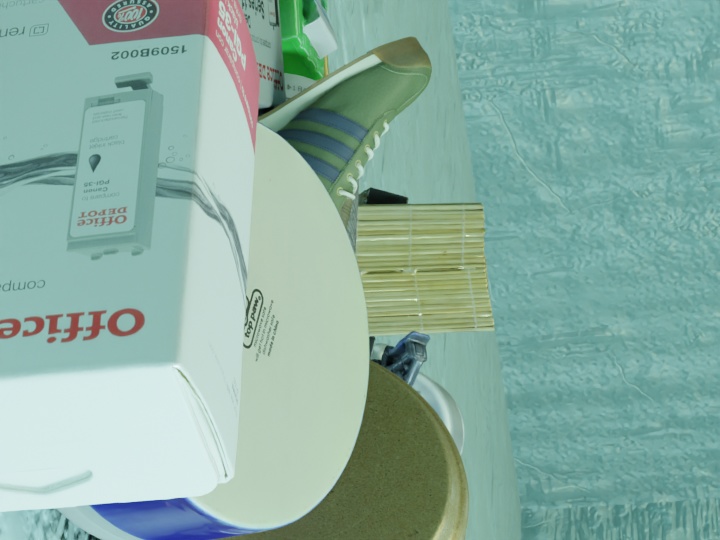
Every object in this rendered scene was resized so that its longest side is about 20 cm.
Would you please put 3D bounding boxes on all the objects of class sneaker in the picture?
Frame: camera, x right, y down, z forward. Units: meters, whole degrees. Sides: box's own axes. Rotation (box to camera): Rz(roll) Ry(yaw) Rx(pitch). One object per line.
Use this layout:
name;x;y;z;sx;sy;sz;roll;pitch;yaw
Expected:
sneaker;-0.027;-0.057;1.294;0.090;0.199;0.067;57;-17;11

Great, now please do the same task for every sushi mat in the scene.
sushi mat;0.000;0.000;1.544;0.012;0.198;0.097;164;-76;-73

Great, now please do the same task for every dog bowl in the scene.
dog bowl;-0.082;0.028;1.019;0.199;0.078;0.202;20;66;-52

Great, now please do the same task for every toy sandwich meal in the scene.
toy sandwich meal;-0.043;0.122;1.128;0.071;0.203;0.207;103;-8;-49

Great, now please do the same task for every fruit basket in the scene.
fruit basket;-0.075;-0.230;1.468;0.185;0.093;0.202;52;31;-76

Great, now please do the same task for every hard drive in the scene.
hard drive;-0.012;0.019;1.652;0.200;0.037;0.141;146;-42;-80

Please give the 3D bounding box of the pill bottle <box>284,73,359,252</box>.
pill bottle;-0.058;-0.022;1.381;0.114;0.113;0.201;77;11;-45

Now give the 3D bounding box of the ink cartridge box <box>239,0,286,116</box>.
ink cartridge box;-0.101;-0.191;1.280;0.147;0.082;0.202;-10;96;-81

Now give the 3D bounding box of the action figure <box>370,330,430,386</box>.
action figure;-0.046;0.105;1.371;0.104;0.200;0.195;25;37;-27

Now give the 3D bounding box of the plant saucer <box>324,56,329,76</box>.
plant saucer;-0.060;-0.142;1.669;0.200;0.048;0.202;-5;91;-81

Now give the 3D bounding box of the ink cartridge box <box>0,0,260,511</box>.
ink cartridge box;-0.119;-0.016;0.824;0.083;0.145;0.201;73;14;-52

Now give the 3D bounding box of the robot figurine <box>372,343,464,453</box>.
robot figurine;0.035;0.147;1.948;0.200;0.112;0.171;42;36;-78
